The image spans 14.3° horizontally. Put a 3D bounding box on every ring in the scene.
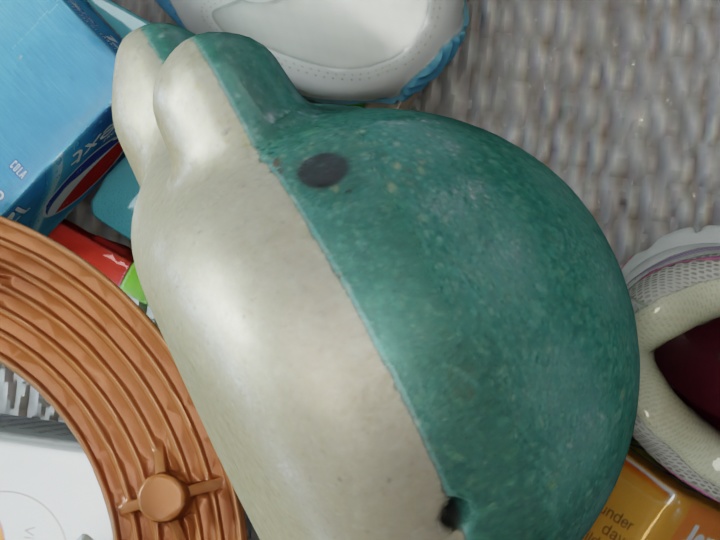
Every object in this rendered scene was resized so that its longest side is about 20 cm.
[{"bbox_3d":[-0.128,0.080,0.748,0.200,0.019,0.201,0,88,9],"label":"ring"}]

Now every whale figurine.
[{"bbox_3d":[0.000,0.000,0.708,0.104,0.200,0.159,-26,124,-5],"label":"whale figurine"}]

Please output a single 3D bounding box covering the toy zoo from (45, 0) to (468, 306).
[{"bbox_3d":[-0.084,-0.076,0.853,0.200,0.020,0.131,29,92,8],"label":"toy zoo"}]

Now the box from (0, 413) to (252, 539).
[{"bbox_3d":[-0.141,0.113,0.811,0.199,0.106,0.153,7,89,8],"label":"box"}]

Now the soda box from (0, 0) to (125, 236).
[{"bbox_3d":[-0.147,-0.098,0.819,0.068,0.064,0.200,-45,84,4],"label":"soda box"}]

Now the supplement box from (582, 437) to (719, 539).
[{"bbox_3d":[0.026,0.134,0.764,0.069,0.066,0.200,30,94,35],"label":"supplement box"}]

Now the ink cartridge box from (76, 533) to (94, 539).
[{"bbox_3d":[-0.099,0.167,0.718,0.099,0.039,0.200,42,106,-12],"label":"ink cartridge box"}]

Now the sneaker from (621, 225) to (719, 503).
[{"bbox_3d":[0.145,0.039,0.704,0.199,0.088,0.082,6,98,19],"label":"sneaker"}]

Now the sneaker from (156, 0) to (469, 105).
[{"bbox_3d":[-0.053,-0.122,0.799,0.200,0.081,0.077,43,91,6],"label":"sneaker"}]
